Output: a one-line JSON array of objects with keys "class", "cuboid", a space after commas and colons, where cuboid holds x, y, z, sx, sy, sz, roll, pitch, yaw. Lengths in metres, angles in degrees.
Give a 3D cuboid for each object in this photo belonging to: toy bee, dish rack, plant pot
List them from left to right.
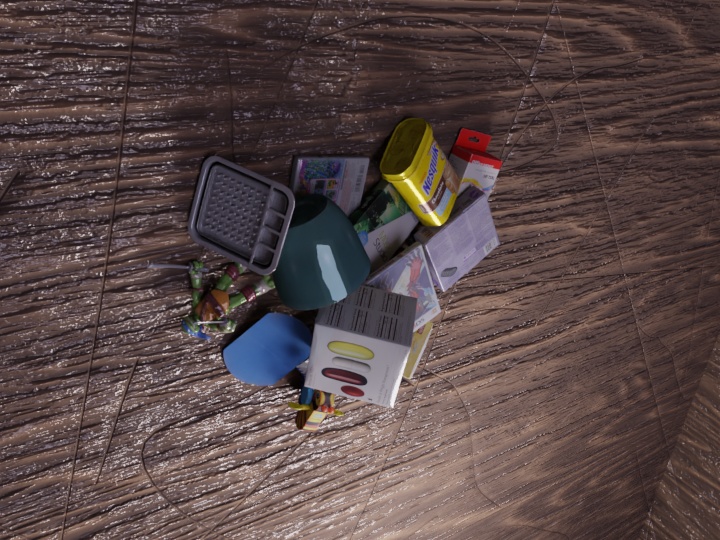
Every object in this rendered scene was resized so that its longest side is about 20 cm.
[{"class": "dish rack", "cuboid": [-0.215, -0.105, 1.409, 0.043, 0.197, 0.175, -33, 145, -66]}, {"class": "plant pot", "cuboid": [-0.096, -0.049, 1.495, 0.199, 0.200, 0.163, -33, 123, -18]}, {"class": "toy bee", "cuboid": [-0.098, 0.295, 1.696, 0.128, 0.109, 0.203, -5, 124, -12]}]

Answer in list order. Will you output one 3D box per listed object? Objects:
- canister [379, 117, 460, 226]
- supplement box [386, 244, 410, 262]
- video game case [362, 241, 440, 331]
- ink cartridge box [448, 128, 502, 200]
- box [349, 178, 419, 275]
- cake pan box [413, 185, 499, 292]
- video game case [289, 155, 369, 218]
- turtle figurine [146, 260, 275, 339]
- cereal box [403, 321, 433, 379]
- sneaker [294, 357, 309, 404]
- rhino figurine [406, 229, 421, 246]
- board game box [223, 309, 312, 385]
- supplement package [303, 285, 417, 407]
[{"class": "canister", "cuboid": [0.136, -0.209, 1.665, 0.200, 0.085, 0.151, 47, 59, -46]}, {"class": "supplement box", "cuboid": [0.062, 0.050, 1.720, 0.199, 0.061, 0.110, -40, 131, -15]}, {"class": "video game case", "cuboid": [0.086, 0.065, 1.690, 0.181, 0.023, 0.202, -35, 128, -18]}, {"class": "ink cartridge box", "cuboid": [0.256, -0.220, 1.793, 0.115, 0.067, 0.203, 3, 114, -41]}, {"class": "box", "cuboid": [0.041, -0.093, 1.679, 0.201, 0.036, 0.145, -52, 133, -22]}, {"class": "cake pan box", "cuboid": [0.232, -0.074, 1.785, 0.199, 0.052, 0.185, -40, 140, -8]}, {"class": "video game case", "cuboid": [-0.075, -0.143, 1.600, 0.179, 0.024, 0.204, -7, 120, -36]}, {"class": "turtle figurine", "cuboid": [-0.269, 0.040, 1.469, 0.193, 0.143, 0.202, -38, 138, -20]}, {"class": "cereal box", "cuboid": [0.135, 0.195, 1.875, 0.200, 0.039, 0.146, 64, 51, -80]}, {"class": "sneaker", "cuboid": [-0.121, 0.225, 1.761, 0.113, 0.081, 0.202, 13, 115, -28]}, {"class": "rhino figurine", "cuboid": [0.085, -0.007, 1.790, 0.200, 0.060, 0.088, -43, 137, -7]}, {"class": "board game box", "cuboid": [-0.200, 0.164, 1.667, 0.199, 0.039, 0.158, -38, 125, 12]}, {"class": "supplement package", "cuboid": [0.000, 0.151, 1.590, 0.196, 0.148, 0.194, 13, 130, 1]}]
